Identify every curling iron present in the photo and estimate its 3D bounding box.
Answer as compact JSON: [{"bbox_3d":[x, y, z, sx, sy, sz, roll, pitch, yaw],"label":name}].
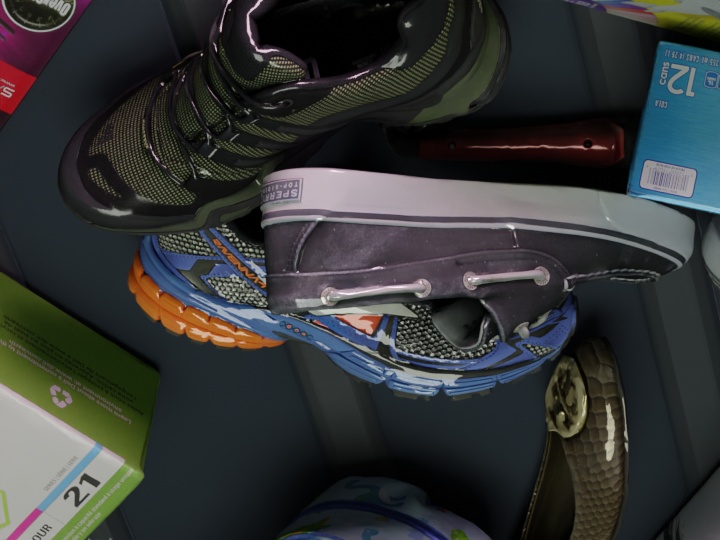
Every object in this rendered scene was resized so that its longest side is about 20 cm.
[{"bbox_3d":[0.103,-0.062,1.003,0.198,0.026,0.050,7,124,-1],"label":"curling iron"}]

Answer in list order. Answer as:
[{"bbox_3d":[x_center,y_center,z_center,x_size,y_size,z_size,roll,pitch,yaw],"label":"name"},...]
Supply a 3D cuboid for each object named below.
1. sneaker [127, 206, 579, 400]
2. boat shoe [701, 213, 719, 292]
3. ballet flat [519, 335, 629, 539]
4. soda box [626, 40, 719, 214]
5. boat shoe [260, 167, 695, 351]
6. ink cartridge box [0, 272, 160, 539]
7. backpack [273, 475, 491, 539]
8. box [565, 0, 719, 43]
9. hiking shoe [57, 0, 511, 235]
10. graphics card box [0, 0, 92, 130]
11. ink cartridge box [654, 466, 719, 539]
[{"bbox_3d":[0.000,0.000,1.029,0.198,0.076,0.079,10,123,-5],"label":"sneaker"},{"bbox_3d":[0.234,0.029,1.035,0.199,0.069,0.057,19,126,-12],"label":"boat shoe"},{"bbox_3d":[0.093,0.113,1.109,0.046,0.068,0.201,-1,133,-6],"label":"ballet flat"},{"bbox_3d":[0.210,-0.041,0.949,0.198,0.068,0.065,13,94,6],"label":"soda box"},{"bbox_3d":[0.051,0.000,0.976,0.199,0.068,0.072,4,173,-30],"label":"boat shoe"},{"bbox_3d":[-0.215,0.063,1.086,0.199,0.076,0.148,33,122,-20],"label":"ink cartridge box"},{"bbox_3d":[0.004,0.198,1.134,0.163,0.153,0.201,29,114,23],"label":"backpack"},{"bbox_3d":[0.118,-0.128,0.904,0.199,0.117,0.049,13,82,-8],"label":"box"},{"bbox_3d":[-0.044,-0.080,0.950,0.199,0.076,0.101,-24,153,13],"label":"hiking shoe"},{"bbox_3d":[-0.163,-0.140,0.951,0.125,0.051,0.200,30,121,-19],"label":"graphics card box"},{"bbox_3d":[0.217,0.160,1.119,0.144,0.084,0.200,27,124,-14],"label":"ink cartridge box"}]
